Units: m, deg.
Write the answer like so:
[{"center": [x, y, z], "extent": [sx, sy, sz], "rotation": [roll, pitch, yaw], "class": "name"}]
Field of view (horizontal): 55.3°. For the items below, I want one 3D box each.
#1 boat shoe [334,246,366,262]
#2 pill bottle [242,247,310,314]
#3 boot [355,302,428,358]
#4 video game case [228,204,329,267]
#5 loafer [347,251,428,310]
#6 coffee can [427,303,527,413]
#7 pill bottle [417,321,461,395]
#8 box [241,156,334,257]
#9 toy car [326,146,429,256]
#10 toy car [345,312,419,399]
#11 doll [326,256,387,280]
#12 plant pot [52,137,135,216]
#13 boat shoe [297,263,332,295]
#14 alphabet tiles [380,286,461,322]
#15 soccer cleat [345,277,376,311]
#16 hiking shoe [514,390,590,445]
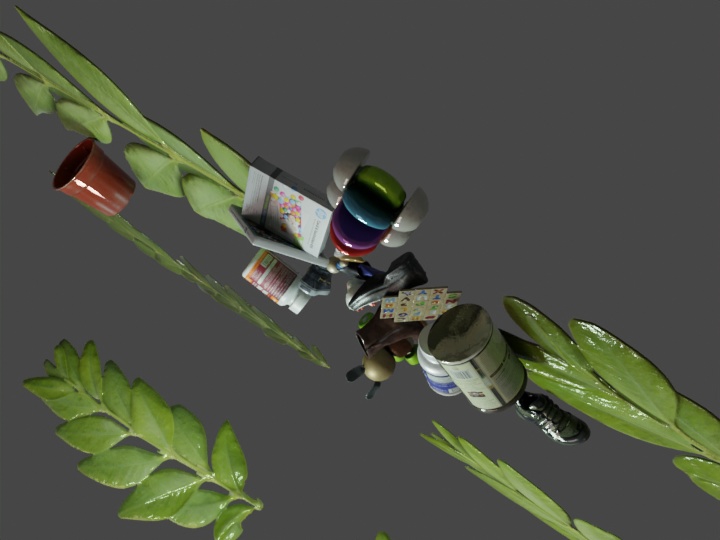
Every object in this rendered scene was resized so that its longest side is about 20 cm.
[{"center": [-0.016, -0.056, 1.482], "extent": [0.070, 0.070, 0.200], "rotation": [6, -178, -7], "class": "boat shoe"}, {"center": [-0.237, 0.031, 2.009], "extent": [0.199, 0.110, 0.110], "rotation": [38, 161, -6], "class": "pill bottle"}, {"center": [0.073, 0.147, 1.632], "extent": [0.072, 0.166, 0.201], "rotation": [37, 163, 40], "class": "boot"}, {"center": [-0.187, -0.079, 1.569], "extent": [0.199, 0.024, 0.182], "rotation": [18, -163, -36], "class": "video game case"}, {"center": [0.054, 0.041, 1.447], "extent": [0.072, 0.073, 0.199], "rotation": [47, 128, -13], "class": "loafer"}, {"center": [0.250, 0.188, 1.459], "extent": [0.146, 0.147, 0.200], "rotation": [14, 151, 48], "class": "coffee can"}, {"center": [0.199, 0.207, 1.638], "extent": [0.119, 0.120, 0.201], "rotation": [25, 158, 29], "class": "pill bottle"}, {"center": [-0.154, -0.133, 1.473], "extent": [0.199, 0.041, 0.157], "rotation": [29, 140, 4], "class": "box"}, {"center": [0.009, -0.100, 1.190], "extent": [0.174, 0.151, 0.200], "rotation": [36, 162, 0], "class": "toy car"}, {"center": [0.046, 0.244, 1.871], "extent": [0.164, 0.201, 0.157], "rotation": [44, 160, -22], "class": "toy car"}, {"center": [0.000, 0.000, 1.566], "extent": [0.199, 0.049, 0.136], "rotation": [17, 179, 37], "class": "doll"}, {"center": [-0.854, -0.291, 2.236], "extent": [0.200, 0.202, 0.195], "rotation": [15, 161, 47], "class": "plant pot"}, {"center": [-0.098, 0.011, 1.790], "extent": [0.071, 0.091, 0.200], "rotation": [34, -172, 5], "class": "boat shoe"}, {"center": [0.126, 0.075, 1.469], "extent": [0.164, 0.006, 0.200], "rotation": [-4, 158, -2], "class": "alphabet tiles"}, {"center": [-0.007, 0.051, 1.629], "extent": [0.077, 0.070, 0.200], "rotation": [37, -172, 14], "class": "soccer cleat"}, {"center": [0.436, 0.339, 1.602], "extent": [0.199, 0.076, 0.101], "rotation": [20, 159, 42], "class": "hiking shoe"}]
